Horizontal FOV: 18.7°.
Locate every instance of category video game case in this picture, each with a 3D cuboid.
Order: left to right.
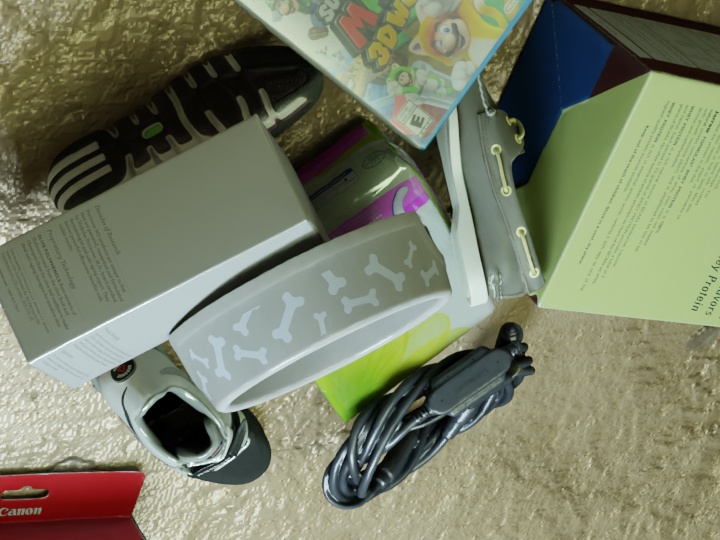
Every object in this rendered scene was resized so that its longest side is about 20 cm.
[{"bbox_3d":[0.010,-0.193,1.448,0.200,0.018,0.143,37,87,-26],"label":"video game case"}]

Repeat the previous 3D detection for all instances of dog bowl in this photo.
[{"bbox_3d":[-0.028,0.031,1.454,0.200,0.059,0.200,-27,172,-4],"label":"dog bowl"}]

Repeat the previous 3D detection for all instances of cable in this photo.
[{"bbox_3d":[0.049,0.117,1.708,0.200,0.051,0.163,-37,168,-12],"label":"cable"}]

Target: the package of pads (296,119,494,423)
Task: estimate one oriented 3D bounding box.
[{"bbox_3d":[0.000,0.000,1.613,0.154,0.068,0.200,-36,136,-3],"label":"package of pads"}]

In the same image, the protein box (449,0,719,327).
[{"bbox_3d":[0.213,-0.080,1.644,0.200,0.135,0.199,6,118,-36],"label":"protein box"}]

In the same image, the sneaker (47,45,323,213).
[{"bbox_3d":[-0.107,-0.071,1.495,0.200,0.076,0.116,-26,139,-1],"label":"sneaker"}]

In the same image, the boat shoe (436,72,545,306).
[{"bbox_3d":[0.089,-0.078,1.558,0.060,0.072,0.202,-9,93,-4],"label":"boat shoe"}]

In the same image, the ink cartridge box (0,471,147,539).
[{"bbox_3d":[-0.252,0.243,1.619,0.200,0.084,0.176,0,122,-33],"label":"ink cartridge box"}]

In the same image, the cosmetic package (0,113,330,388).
[{"bbox_3d":[-0.127,-0.009,1.405,0.200,0.085,0.108,-28,165,1],"label":"cosmetic package"}]

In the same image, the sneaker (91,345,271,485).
[{"bbox_3d":[-0.123,0.123,1.613,0.074,0.089,0.200,-46,136,3],"label":"sneaker"}]
